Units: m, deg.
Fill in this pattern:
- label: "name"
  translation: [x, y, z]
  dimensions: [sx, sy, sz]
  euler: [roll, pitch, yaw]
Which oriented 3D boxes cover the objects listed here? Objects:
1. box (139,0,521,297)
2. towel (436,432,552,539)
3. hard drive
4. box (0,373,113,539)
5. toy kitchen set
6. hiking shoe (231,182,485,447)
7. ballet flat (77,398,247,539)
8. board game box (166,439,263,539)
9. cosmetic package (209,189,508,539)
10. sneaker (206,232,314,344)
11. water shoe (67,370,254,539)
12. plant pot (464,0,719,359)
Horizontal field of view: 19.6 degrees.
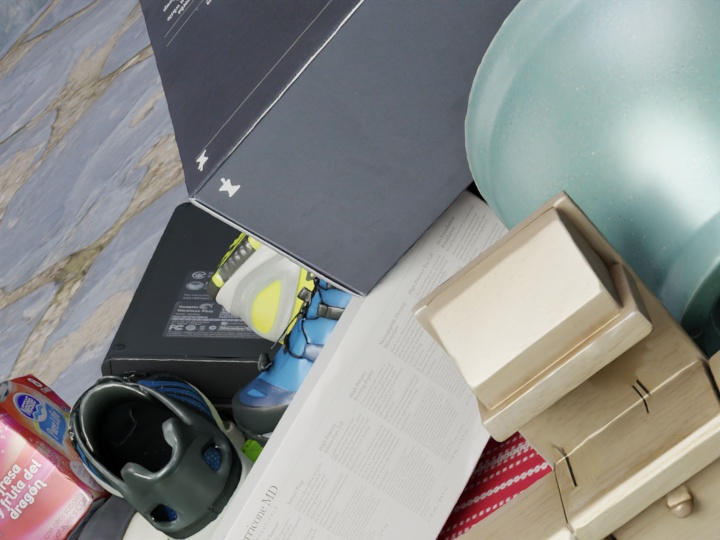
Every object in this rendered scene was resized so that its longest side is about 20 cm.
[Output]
- label: "box"
  translation: [0.008, -0.127, 0.919]
  dimensions: [0.200, 0.104, 0.183]
  euler: [-47, 33, 21]
- label: "towel"
  translation: [0.086, 0.086, 0.929]
  dimensions: [0.144, 0.023, 0.200]
  euler: [-31, 23, 26]
- label: "hard drive"
  translation: [-0.062, 0.015, 1.234]
  dimensions: [0.139, 0.033, 0.200]
  euler: [1, 29, 9]
- label: "box"
  translation: [-0.226, 0.165, 1.168]
  dimensions: [0.200, 0.095, 0.100]
  euler: [-52, -7, 10]
- label: "toy kitchen set"
  translation: [0.107, 0.078, 0.685]
  dimensions: [0.200, 0.163, 0.181]
  euler: [-38, 19, 14]
- label: "hiking shoe"
  translation: [0.000, 0.000, 1.027]
  dimensions: [0.200, 0.087, 0.074]
  euler: [-44, 18, 8]
- label: "ballet flat"
  translation: [-0.104, 0.138, 1.123]
  dimensions: [0.073, 0.073, 0.200]
  euler: [-27, 22, 37]
- label: "board game box"
  translation: [-0.042, 0.128, 1.049]
  dimensions: [0.200, 0.048, 0.101]
  euler: [-50, 20, -22]
- label: "cosmetic package"
  translation: [0.014, 0.062, 0.928]
  dimensions: [0.201, 0.082, 0.051]
  euler: [-59, 9, -20]
- label: "sneaker"
  translation: [0.005, -0.036, 1.104]
  dimensions: [0.200, 0.076, 0.075]
  euler: [-44, 9, 29]
- label: "water shoe"
  translation: [-0.112, 0.077, 1.061]
  dimensions: [0.072, 0.079, 0.200]
  euler: [-47, 29, -10]
- label: "plant pot"
  translation: [0.157, -0.033, 0.826]
  dimensions: [0.200, 0.200, 0.135]
  euler: [-37, 47, 16]
